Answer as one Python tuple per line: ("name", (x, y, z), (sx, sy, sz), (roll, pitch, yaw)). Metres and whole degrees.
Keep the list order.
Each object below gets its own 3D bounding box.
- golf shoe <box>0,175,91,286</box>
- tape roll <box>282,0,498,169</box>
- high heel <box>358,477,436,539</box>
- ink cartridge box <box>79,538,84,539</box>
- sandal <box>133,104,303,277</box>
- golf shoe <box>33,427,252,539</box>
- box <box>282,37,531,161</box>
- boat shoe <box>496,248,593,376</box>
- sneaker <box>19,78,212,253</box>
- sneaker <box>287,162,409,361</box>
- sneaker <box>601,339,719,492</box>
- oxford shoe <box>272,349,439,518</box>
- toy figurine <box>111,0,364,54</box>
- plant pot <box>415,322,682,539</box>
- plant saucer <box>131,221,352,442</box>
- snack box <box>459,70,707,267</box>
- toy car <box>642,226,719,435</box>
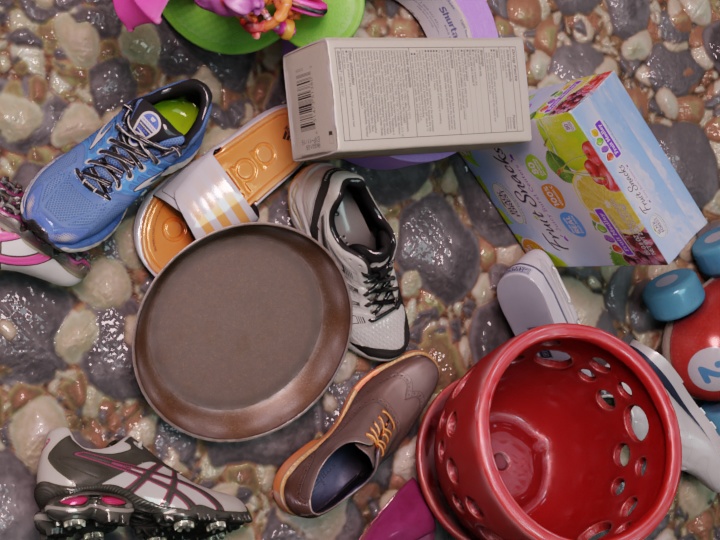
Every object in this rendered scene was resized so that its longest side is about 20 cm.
("golf shoe", (-0.309, -0.034, 0.912), (0.200, 0.073, 0.092), (30, 109, -28))
("tape roll", (0.031, -0.195, 1.058), (0.200, 0.066, 0.201), (2, 87, -32))
("high heel", (-0.023, 0.256, 1.059), (0.199, 0.067, 0.096), (-8, 74, -26))
("ink cartridge box", (-0.245, 0.348, 0.949), (0.200, 0.050, 0.161), (-45, 108, -21))
("sandal", (-0.111, -0.076, 1.003), (0.207, 0.059, 0.079), (-46, 108, -19))
("golf shoe", (-0.174, 0.181, 0.965), (0.200, 0.077, 0.088), (18, 51, -41))
("box", (0.043, -0.145, 0.979), (0.199, 0.078, 0.095), (-5, 91, -32))
("boat shoe", (0.198, 0.073, 1.149), (0.065, 0.073, 0.201), (-45, 124, -44))
("sneaker", (-0.190, -0.094, 0.920), (0.079, 0.089, 0.200), (41, 54, -2))
("sneaker", (0.000, 0.000, 1.039), (0.076, 0.088, 0.200), (-35, 112, -24))
("sneaker", (0.318, 0.166, 1.216), (0.080, 0.076, 0.200), (-42, 103, -8))
("oxford shoe", (0.011, 0.152, 1.057), (0.200, 0.073, 0.071), (-46, 108, -19))
("toy figurine", (-0.112, -0.220, 0.891), (0.199, 0.184, 0.151), (25, 112, 7))
("plant pot", (0.157, 0.166, 1.046), (0.200, 0.183, 0.201), (7, 68, -18))
("plant saucer", (-0.102, 0.051, 1.000), (0.200, 0.032, 0.201), (-9, 111, -24))
("snack box", (0.195, -0.085, 1.074), (0.068, 0.200, 0.169), (-42, 106, -19))
("toy car", (0.428, 0.061, 1.184), (0.177, 0.200, 0.185), (-36, 105, -27))
